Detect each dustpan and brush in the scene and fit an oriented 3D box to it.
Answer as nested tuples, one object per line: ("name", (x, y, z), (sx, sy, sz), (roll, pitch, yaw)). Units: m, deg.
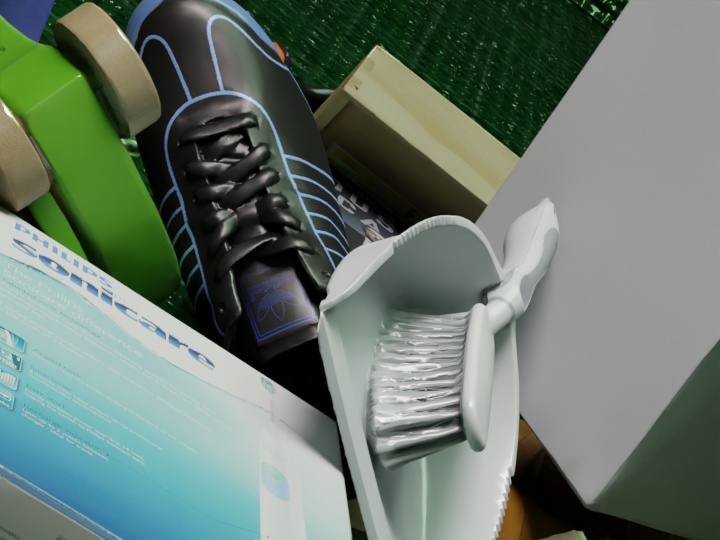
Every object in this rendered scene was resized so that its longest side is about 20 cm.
("dustpan and brush", (0.039, 0.024, 0.938), (0.200, 0.057, 0.141), (-73, 152, -61))

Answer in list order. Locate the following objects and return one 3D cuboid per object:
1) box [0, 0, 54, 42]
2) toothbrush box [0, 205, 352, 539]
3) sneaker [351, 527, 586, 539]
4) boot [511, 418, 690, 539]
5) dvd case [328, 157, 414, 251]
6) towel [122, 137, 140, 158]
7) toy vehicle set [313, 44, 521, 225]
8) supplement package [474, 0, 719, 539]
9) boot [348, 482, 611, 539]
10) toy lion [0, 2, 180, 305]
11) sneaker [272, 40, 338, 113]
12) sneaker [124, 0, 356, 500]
("box", (-0.190, -0.184, 1.049), (0.200, 0.032, 0.122), (40, 37, -23))
("toothbrush box", (-0.082, 0.078, 0.798), (0.146, 0.086, 0.200), (33, 15, -15))
("sneaker", (0.049, 0.125, 0.964), (0.200, 0.090, 0.067), (35, 15, -9))
("boot", (0.136, 0.137, 1.210), (0.154, 0.077, 0.200), (19, -15, 33))
("dvd case", (0.000, 0.000, 1.085), (0.150, 0.025, 0.200), (38, 13, -3))
("towel", (-0.139, -0.082, 1.167), (0.152, 0.024, 0.200), (20, 5, 14))
("toy vehicle set", (0.025, -0.031, 1.201), (0.124, 0.027, 0.200), (39, -17, -5))
("supplement package", (0.176, 0.001, 1.053), (0.199, 0.192, 0.147), (20, 24, -40))
("boot", (0.047, 0.113, 1.071), (0.201, 0.071, 0.144), (40, 7, -3))
("toy lion", (-0.127, -0.042, 0.974), (0.200, 0.068, 0.192), (41, -20, 43))
("sneaker", (0.003, -0.052, 1.403), (0.199, 0.090, 0.070), (29, 17, -32))
("sneaker", (-0.035, -0.012, 0.943), (0.078, 0.070, 0.201), (-157, -135, -86))
